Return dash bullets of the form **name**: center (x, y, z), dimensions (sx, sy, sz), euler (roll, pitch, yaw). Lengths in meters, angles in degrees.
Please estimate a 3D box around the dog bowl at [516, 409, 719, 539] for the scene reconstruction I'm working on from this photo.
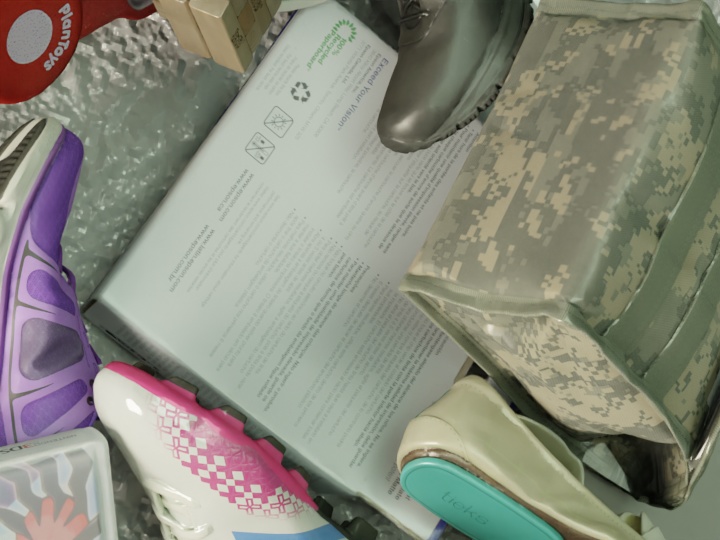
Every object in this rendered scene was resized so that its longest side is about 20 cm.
- **dog bowl**: center (0.149, 0.117, 1.025), dimensions (0.198, 0.059, 0.202), euler (4, 80, -25)

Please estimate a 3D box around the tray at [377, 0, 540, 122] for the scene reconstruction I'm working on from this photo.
- **tray**: center (0.103, -0.099, 1.057), dimensions (0.107, 0.022, 0.201), euler (-41, 100, -25)

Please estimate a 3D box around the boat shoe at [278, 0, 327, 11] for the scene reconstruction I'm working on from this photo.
- **boat shoe**: center (0.005, -0.195, 0.992), dimensions (0.199, 0.061, 0.074), euler (-33, 63, -26)

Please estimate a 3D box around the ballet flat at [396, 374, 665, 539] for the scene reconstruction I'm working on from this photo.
- **ballet flat**: center (0.103, 0.123, 0.940), dimensions (0.200, 0.069, 0.070), euler (43, 68, -14)

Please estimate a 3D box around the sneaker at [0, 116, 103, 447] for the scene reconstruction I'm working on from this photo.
- **sneaker**: center (-0.147, 0.033, 0.898), dimensions (0.083, 0.080, 0.202), euler (9, 87, -25)

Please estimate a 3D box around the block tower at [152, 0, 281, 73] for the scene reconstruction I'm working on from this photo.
- **block tower**: center (-0.035, -0.196, 0.933), dimensions (0.054, 0.058, 0.201), euler (23, 73, 17)

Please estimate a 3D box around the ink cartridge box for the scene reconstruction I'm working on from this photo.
- **ink cartridge box**: center (0.000, 0.000, 0.975), dimensions (0.199, 0.041, 0.200), euler (38, 68, -7)

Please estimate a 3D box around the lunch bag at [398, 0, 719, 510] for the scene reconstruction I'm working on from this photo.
- **lunch bag**: center (0.135, -0.001, 0.929), dimensions (0.200, 0.117, 0.165), euler (44, 66, -41)

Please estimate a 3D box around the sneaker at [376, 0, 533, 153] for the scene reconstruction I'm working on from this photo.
- **sneaker**: center (0.043, -0.151, 0.952), dimensions (0.090, 0.076, 0.202), euler (29, 74, -23)

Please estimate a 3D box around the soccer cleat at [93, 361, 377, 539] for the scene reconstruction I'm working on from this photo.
- **soccer cleat**: center (-0.057, 0.120, 0.901), dimensions (0.200, 0.070, 0.087), euler (43, 74, -34)

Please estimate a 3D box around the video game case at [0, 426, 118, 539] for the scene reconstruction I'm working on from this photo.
- **video game case**: center (-0.183, 0.181, 0.845), dimensions (0.181, 0.023, 0.202), euler (-12, 108, -26)

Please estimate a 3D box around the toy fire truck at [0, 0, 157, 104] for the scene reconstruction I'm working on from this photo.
- **toy fire truck**: center (-0.146, -0.181, 0.877), dimensions (0.167, 0.112, 0.201), euler (-35, 139, -34)
